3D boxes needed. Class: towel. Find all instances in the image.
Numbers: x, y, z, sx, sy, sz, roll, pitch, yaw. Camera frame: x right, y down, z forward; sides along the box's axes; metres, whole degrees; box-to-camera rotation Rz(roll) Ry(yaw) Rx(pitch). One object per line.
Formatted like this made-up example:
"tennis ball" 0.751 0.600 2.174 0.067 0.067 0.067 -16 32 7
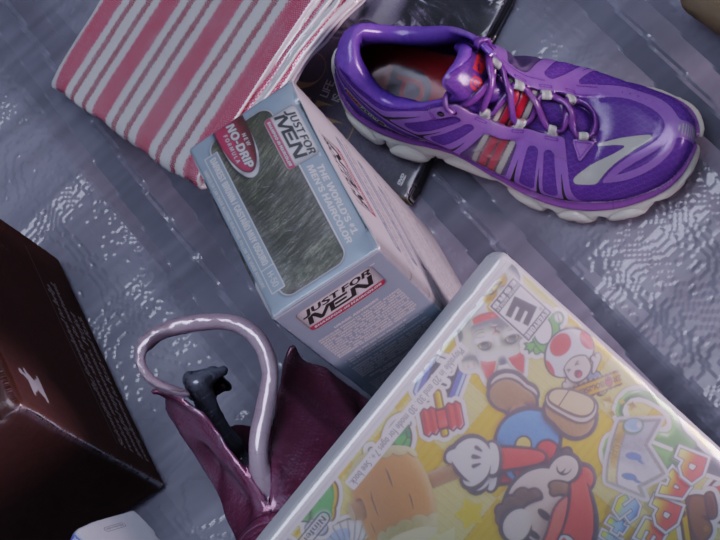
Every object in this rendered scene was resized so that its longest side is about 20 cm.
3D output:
"towel" -0.089 -0.132 1.088 0.147 0.030 0.200 -56 41 -1

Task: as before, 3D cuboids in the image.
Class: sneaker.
"sneaker" 0.076 -0.081 1.003 0.199 0.083 0.081 13 78 14

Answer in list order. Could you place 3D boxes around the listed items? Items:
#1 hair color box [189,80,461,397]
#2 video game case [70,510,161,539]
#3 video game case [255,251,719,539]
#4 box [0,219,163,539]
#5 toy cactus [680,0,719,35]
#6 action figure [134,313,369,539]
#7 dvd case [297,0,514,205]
"hair color box" 0.000 0.000 0.942 0.060 0.200 0.099 -32 62 7
"video game case" -0.094 0.249 0.921 0.181 0.045 0.201 37 119 28
"video game case" 0.067 0.125 0.903 0.182 0.023 0.200 41 83 -11
"box" -0.247 0.083 1.029 0.199 0.164 0.166 -33 62 7
"toy cactus" 0.232 -0.117 0.970 0.201 0.102 0.165 -55 43 -2
"action figure" -0.028 0.132 0.943 0.133 0.149 0.201 -13 53 10
"dvd case" -0.023 -0.137 1.106 0.199 0.016 0.149 22 81 27
